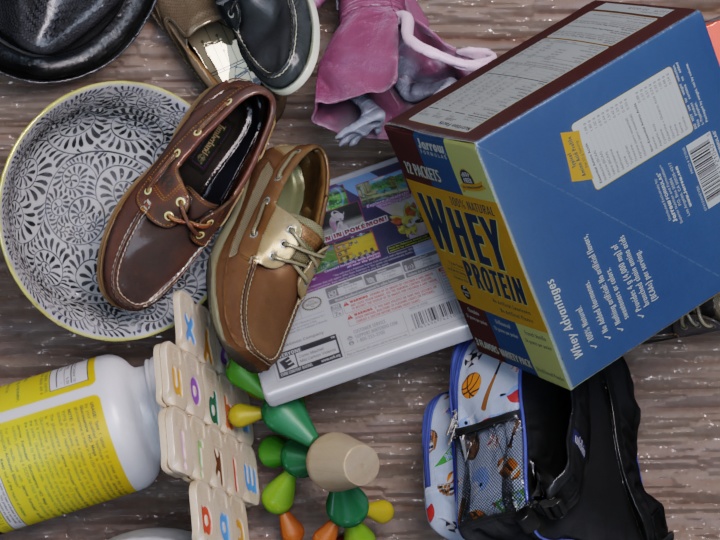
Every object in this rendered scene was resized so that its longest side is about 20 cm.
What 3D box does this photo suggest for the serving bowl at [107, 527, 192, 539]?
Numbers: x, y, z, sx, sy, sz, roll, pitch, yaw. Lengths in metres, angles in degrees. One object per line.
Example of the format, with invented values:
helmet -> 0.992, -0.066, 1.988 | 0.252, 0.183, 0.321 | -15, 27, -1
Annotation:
serving bowl -> -0.148, 0.291, 1.535 | 0.199, 0.066, 0.201 | 4, 110, 11

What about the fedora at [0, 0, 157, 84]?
fedora -> -0.228, -0.233, 1.437 | 0.200, 0.092, 0.201 | -5, 108, -15

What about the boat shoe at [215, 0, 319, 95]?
boat shoe -> -0.086, -0.222, 1.463 | 0.074, 0.066, 0.200 | -30, 54, 28

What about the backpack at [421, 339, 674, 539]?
backpack -> 0.140, 0.134, 1.487 | 0.154, 0.200, 0.191 | -10, 67, 35

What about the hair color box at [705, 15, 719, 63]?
hair color box -> 0.266, -0.163, 1.507 | 0.199, 0.102, 0.061 | -20, 95, 1

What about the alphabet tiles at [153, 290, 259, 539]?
alphabet tiles -> -0.117, 0.121, 1.464 | 0.015, 0.200, 0.196 | -11, 73, 12

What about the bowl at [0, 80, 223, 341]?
bowl -> -0.204, -0.049, 1.497 | 0.200, 0.094, 0.201 | -3, 96, -29

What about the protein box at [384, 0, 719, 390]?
protein box -> 0.161, -0.059, 1.369 | 0.200, 0.135, 0.199 | -31, 112, -18

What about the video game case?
video game case -> 0.000, 0.000, 1.499 | 0.199, 0.023, 0.183 | -19, 54, 1

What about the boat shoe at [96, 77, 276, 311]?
boat shoe -> -0.131, -0.058, 1.442 | 0.070, 0.070, 0.200 | 31, 83, -29

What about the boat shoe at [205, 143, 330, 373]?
boat shoe -> -0.064, -0.020, 1.456 | 0.074, 0.201, 0.076 | -20, 139, 33

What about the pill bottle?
pill bottle -> -0.229, 0.133, 1.513 | 0.199, 0.112, 0.113 | -17, 94, 1

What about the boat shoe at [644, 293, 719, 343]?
boat shoe -> 0.277, 0.014, 1.531 | 0.199, 0.073, 0.075 | -16, 93, 0

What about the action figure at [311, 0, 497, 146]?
action figure -> 0.005, -0.197, 1.472 | 0.134, 0.149, 0.201 | 7, 55, -27

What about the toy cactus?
toy cactus -> -0.027, 0.147, 1.498 | 0.102, 0.165, 0.201 | -27, 101, -25

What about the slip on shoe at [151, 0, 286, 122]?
slip on shoe -> -0.125, -0.200, 1.519 | 0.076, 0.061, 0.200 | -28, 94, 1
